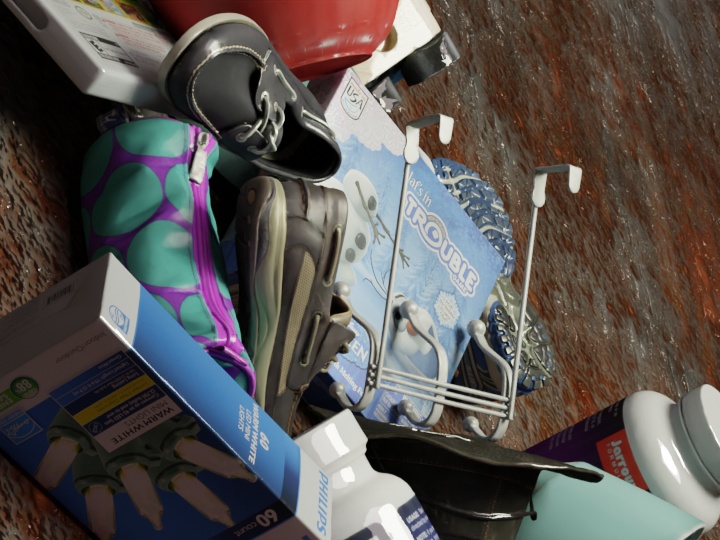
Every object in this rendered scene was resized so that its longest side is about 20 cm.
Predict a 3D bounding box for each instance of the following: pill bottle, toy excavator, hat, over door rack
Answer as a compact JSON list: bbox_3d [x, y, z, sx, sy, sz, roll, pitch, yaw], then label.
[{"bbox_3d":[0.000,0.191,1.422,0.201,0.115,0.116,62,22,2],"label":"pill bottle"},{"bbox_3d":[0.003,-0.189,1.934,0.194,0.200,0.100,-38,101,-24],"label":"toy excavator"},{"bbox_3d":[0.052,0.142,1.522,0.200,0.200,0.081,15,86,-61],"label":"hat"},{"bbox_3d":[0.180,0.160,1.741,0.112,0.200,0.113,47,25,-30],"label":"pill bottle"},{"bbox_3d":[0.058,0.005,1.623,0.147,0.066,0.201,16,90,-44],"label":"over door rack"}]

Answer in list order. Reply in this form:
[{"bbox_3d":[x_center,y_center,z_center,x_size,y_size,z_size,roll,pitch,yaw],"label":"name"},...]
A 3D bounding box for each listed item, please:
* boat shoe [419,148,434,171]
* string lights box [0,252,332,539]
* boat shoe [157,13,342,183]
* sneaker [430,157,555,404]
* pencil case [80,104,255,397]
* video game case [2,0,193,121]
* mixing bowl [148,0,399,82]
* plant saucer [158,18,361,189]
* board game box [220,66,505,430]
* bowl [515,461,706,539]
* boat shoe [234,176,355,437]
[{"bbox_3d":[0.003,-0.052,1.801,0.068,0.072,0.200,52,30,-25],"label":"boat shoe"},{"bbox_3d":[-0.113,0.093,1.309,0.200,0.103,0.059,47,24,-29],"label":"string lights box"},{"bbox_3d":[-0.062,-0.103,1.510,0.063,0.073,0.200,42,3,22],"label":"boat shoe"},{"bbox_3d":[0.074,0.011,1.855,0.077,0.085,0.201,4,63,-48],"label":"sneaker"},{"bbox_3d":[-0.115,-0.001,1.433,0.085,0.092,0.201,28,37,-40],"label":"pencil case"},{"bbox_3d":[-0.178,-0.168,1.510,0.182,0.023,0.200,48,13,16],"label":"video game case"},{"bbox_3d":[-0.050,-0.184,1.615,0.200,0.199,0.109,-11,86,-67],"label":"mixing bowl"},{"bbox_3d":[-0.057,-0.127,1.724,0.200,0.036,0.201,29,39,-26],"label":"plant saucer"},{"bbox_3d":[0.000,0.000,1.657,0.200,0.043,0.199,49,47,-28],"label":"board game box"},{"bbox_3d":[0.126,0.206,1.621,0.105,0.201,0.201,44,18,14],"label":"bowl"},{"bbox_3d":[-0.038,0.037,1.462,0.075,0.073,0.201,-108,-161,-55],"label":"boat shoe"}]
